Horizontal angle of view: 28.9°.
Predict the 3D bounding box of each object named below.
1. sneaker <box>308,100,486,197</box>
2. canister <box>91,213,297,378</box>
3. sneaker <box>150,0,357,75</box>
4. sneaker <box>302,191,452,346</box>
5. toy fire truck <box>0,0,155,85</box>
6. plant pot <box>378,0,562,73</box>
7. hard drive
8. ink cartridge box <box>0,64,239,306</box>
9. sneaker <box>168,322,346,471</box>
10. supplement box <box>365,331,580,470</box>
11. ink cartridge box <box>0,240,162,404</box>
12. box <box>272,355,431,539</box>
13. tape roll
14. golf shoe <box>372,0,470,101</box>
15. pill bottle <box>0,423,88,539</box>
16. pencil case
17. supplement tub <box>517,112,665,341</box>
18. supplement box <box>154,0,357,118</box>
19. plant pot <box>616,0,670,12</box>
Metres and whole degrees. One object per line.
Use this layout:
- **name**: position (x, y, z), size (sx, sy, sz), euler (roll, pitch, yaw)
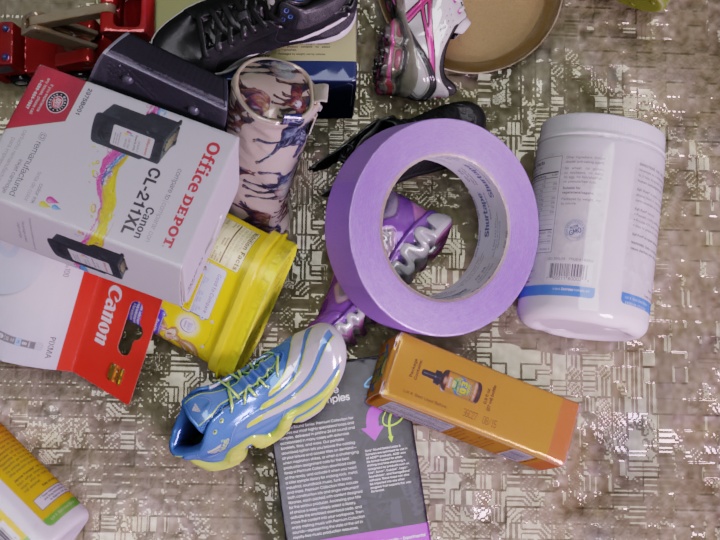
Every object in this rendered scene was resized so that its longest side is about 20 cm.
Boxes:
- **sneaker**: position (0.042, -0.123, 1.392), size (0.198, 0.104, 0.061), euler (-26, 82, -7)
- **canister**: position (-0.178, -0.005, 1.351), size (0.198, 0.087, 0.150), euler (27, 117, 4)
- **sneaker**: position (-0.100, -0.236, 1.264), size (0.197, 0.112, 0.074), euler (-16, 82, -5)
- **sneaker**: position (0.000, 0.000, 1.388), size (0.088, 0.081, 0.200), euler (40, 75, 9)
- **toy fire truck**: position (-0.285, -0.228, 1.363), size (0.197, 0.141, 0.049), euler (-2, 80, 8)
- **plant pot**: position (0.113, -0.300, 1.465), size (0.197, 0.028, 0.203), euler (1, 80, -3)
- **hard drive**: position (-0.193, -0.150, 1.318), size (0.134, 0.200, 0.043), euler (24, 68, -8)
- **ink cartridge box**: position (-0.222, -0.077, 1.256), size (0.198, 0.083, 0.147), euler (19, 63, 3)
- **sneaker**: position (-0.102, 0.123, 1.308), size (0.200, 0.105, 0.076), euler (-45, 67, 20)
- **supplement box**: position (0.108, 0.129, 1.353), size (0.198, 0.069, 0.067), euler (23, 73, -12)
- **ink cartridge box**: position (-0.292, 0.027, 1.327), size (0.198, 0.047, 0.162), euler (28, 117, 11)
- **box**: position (-0.013, 0.190, 1.372), size (0.141, 0.036, 0.203), euler (-8, 82, -5)
- **tape roll**: position (0.068, -0.040, 1.324), size (0.197, 0.066, 0.203), euler (0, 91, -22)
- **golf shoe**: position (0.067, -0.271, 1.412), size (0.091, 0.073, 0.203), euler (7, 90, -8)
- **pill bottle**: position (-0.362, 0.201, 1.315), size (0.200, 0.111, 0.111), euler (43, 81, 5)
- **pencil case**: position (-0.091, -0.109, 1.342), size (0.088, 0.201, 0.078), euler (15, 52, -2)
- **supplement tub**: position (0.228, -0.040, 1.374), size (0.130, 0.132, 0.203), euler (9, 80, -1)
- **supplement box**: position (-0.102, -0.267, 1.394), size (0.197, 0.134, 0.203), euler (0, 80, -3)
- **plant pot**: position (0.296, -0.377, 1.415), size (0.199, 0.200, 0.195), euler (29, 91, 2)
